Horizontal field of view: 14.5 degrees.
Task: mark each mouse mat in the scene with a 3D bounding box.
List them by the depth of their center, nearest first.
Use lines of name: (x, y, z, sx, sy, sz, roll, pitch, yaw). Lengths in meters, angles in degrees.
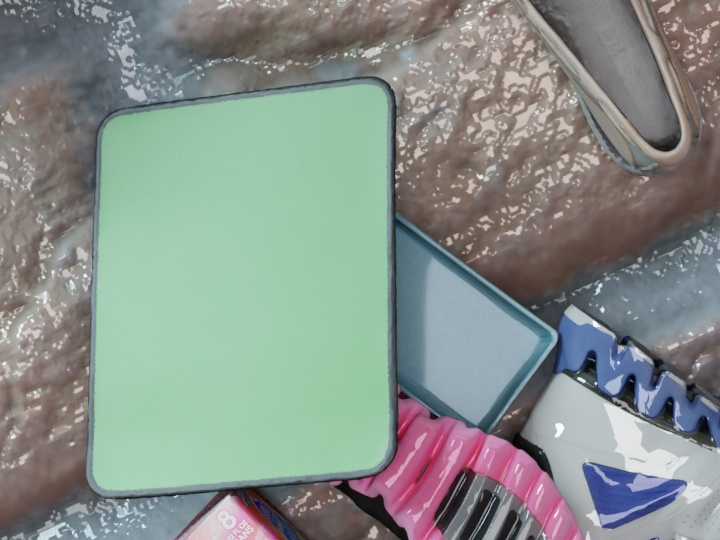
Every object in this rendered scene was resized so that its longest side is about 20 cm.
mouse mat: (-0.058, 0.008, 1.363, 0.160, 0.008, 0.201, -6, 73, 19)

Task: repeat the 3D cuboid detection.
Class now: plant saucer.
plant saucer: (0.000, 0.000, 1.398, 0.200, 0.019, 0.070, 37, 93, 7)

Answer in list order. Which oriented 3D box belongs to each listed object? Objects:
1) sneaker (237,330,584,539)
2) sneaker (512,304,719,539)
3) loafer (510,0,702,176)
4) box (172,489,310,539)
sneaker: (0.032, 0.104, 1.376, 0.200, 0.095, 0.079, 39, 85, 11)
sneaker: (0.155, 0.117, 1.394, 0.199, 0.081, 0.115, 35, 97, 5)
loafer: (0.108, -0.137, 1.379, 0.072, 0.063, 0.201, -32, 93, 1)
box: (-0.095, 0.207, 1.385, 0.103, 0.095, 0.200, 43, 92, -2)
